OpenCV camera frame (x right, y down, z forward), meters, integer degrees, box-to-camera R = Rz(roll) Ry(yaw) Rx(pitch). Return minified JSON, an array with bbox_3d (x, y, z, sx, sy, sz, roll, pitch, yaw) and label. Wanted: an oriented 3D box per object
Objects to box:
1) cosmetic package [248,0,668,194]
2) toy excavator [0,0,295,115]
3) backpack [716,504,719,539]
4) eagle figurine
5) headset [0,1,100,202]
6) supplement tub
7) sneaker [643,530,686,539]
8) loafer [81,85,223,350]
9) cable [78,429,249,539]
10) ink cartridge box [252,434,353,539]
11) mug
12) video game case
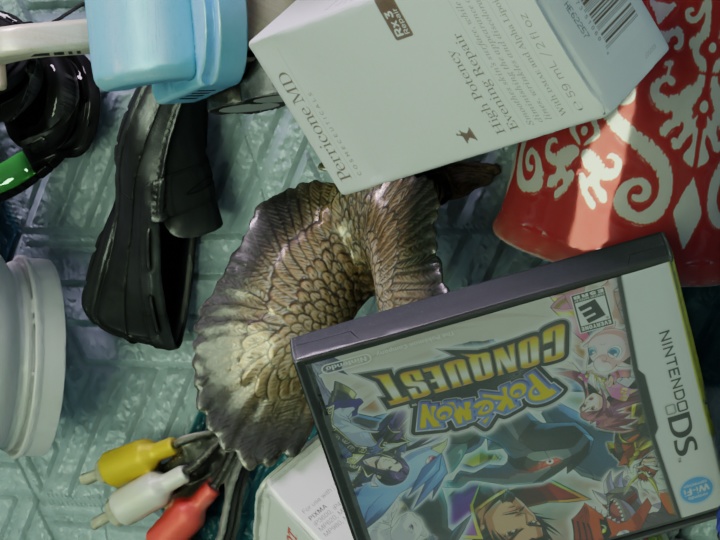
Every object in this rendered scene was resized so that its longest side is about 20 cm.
[{"bbox_3d":[0.047,-0.113,1.493,0.200,0.074,0.102,-17,111,47],"label":"cosmetic package"},{"bbox_3d":[-0.139,-0.135,1.659,0.194,0.199,0.100,170,96,-70],"label":"toy excavator"},{"bbox_3d":[0.295,0.088,1.493,0.182,0.134,0.201,34,114,22],"label":"backpack"},{"bbox_3d":[0.006,0.005,1.630,0.150,0.200,0.152,29,139,-1],"label":"eagle figurine"},{"bbox_3d":[-0.199,-0.104,1.775,0.200,0.123,0.094,-44,52,14],"label":"headset"},{"bbox_3d":[-0.290,0.050,1.802,0.145,0.199,0.146,-178,90,-71],"label":"supplement tub"},{"bbox_3d":[0.118,0.116,1.637,0.078,0.090,0.201,-31,82,34],"label":"sneaker"},{"bbox_3d":[-0.112,-0.046,1.769,0.070,0.068,0.201,24,117,17],"label":"loafer"},{"bbox_3d":[-0.086,0.113,1.792,0.200,0.050,0.097,-42,78,33],"label":"cable"},{"bbox_3d":[0.033,0.192,1.674,0.200,0.085,0.146,44,159,16],"label":"ink cartridge box"},{"bbox_3d":[0.171,-0.105,1.558,0.133,0.177,0.201,-144,61,-63],"label":"mug"},{"bbox_3d":[0.082,0.082,1.536,0.199,0.026,0.181,-16,127,2],"label":"video game case"}]
